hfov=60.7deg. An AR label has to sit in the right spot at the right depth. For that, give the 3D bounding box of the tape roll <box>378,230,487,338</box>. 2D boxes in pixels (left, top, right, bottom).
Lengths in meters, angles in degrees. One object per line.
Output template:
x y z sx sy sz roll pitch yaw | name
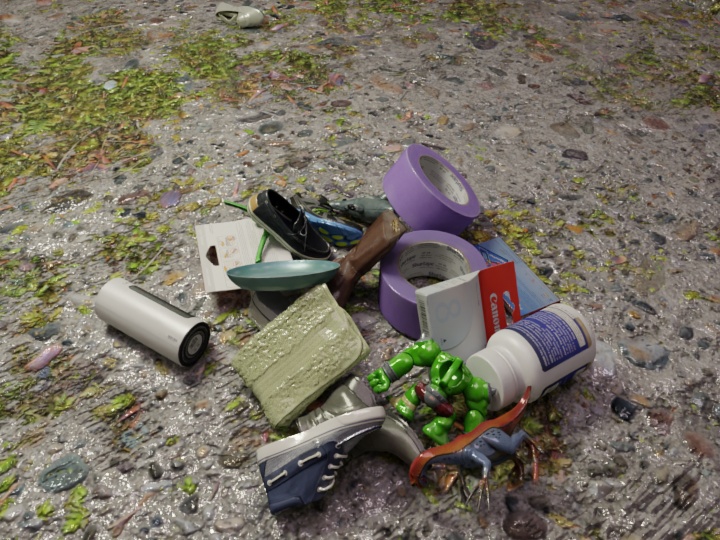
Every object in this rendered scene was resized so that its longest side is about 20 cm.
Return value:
0.130 0.024 1.125 0.193 0.087 0.203 1 43 -1 | tape roll

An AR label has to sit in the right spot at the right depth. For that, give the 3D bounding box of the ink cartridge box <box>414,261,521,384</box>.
0.193 0.089 1.017 0.195 0.165 0.047 -15 13 -18 | ink cartridge box

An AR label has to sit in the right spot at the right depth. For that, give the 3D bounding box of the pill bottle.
0.270 0.142 0.987 0.196 0.122 0.120 -20 47 -27 | pill bottle

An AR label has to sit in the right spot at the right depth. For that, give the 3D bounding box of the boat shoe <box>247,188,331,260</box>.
-0.127 -0.086 1.187 0.199 0.062 0.076 38 37 -26 | boat shoe

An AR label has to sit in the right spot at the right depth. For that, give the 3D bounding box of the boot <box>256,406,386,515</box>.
-0.045 0.263 0.853 0.195 0.073 0.092 -23 68 8 | boot

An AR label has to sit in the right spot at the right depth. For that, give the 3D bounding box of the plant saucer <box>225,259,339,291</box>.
-0.131 0.008 1.054 0.193 0.028 0.200 -3 9 0 | plant saucer

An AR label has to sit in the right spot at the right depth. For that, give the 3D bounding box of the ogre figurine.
0.119 0.186 0.926 0.198 0.098 0.121 36 88 32 | ogre figurine

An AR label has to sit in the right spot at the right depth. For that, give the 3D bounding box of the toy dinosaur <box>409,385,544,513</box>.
0.154 0.255 0.865 0.176 0.106 0.204 15 49 -11 | toy dinosaur

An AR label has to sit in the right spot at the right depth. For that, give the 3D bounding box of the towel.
-0.096 0.131 0.967 0.199 0.037 0.149 -39 75 -5 | towel

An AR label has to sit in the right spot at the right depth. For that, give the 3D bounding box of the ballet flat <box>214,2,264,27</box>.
-0.406 -0.841 2.044 0.196 0.071 0.069 23 46 26 | ballet flat

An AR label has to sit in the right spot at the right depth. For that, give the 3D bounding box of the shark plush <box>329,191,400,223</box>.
0.005 -0.140 1.288 0.196 0.093 0.083 24 17 28 | shark plush

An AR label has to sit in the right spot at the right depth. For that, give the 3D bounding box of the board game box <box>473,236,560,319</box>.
0.289 0.013 1.204 0.100 0.020 0.201 -16 46 -21 | board game box

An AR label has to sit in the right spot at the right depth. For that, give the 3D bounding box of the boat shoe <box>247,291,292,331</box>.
-0.115 0.117 1.036 0.199 0.070 0.071 41 34 8 | boat shoe

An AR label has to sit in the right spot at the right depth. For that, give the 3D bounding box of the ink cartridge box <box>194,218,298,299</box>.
-0.223 -0.023 1.193 0.171 0.046 0.202 -9 44 -15 | ink cartridge box

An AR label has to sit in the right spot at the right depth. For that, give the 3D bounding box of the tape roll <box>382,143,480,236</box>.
0.146 -0.156 1.258 0.197 0.085 0.203 29 33 -21 | tape roll

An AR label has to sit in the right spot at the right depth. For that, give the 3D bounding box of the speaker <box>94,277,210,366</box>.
-0.356 0.086 1.047 0.196 0.083 0.081 23 46 21 | speaker

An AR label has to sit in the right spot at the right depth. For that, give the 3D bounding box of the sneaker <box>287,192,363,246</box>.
-0.076 -0.114 1.273 0.196 0.072 0.084 24 63 24 | sneaker

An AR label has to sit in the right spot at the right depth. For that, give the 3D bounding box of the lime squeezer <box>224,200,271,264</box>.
-0.208 -0.091 1.219 0.070 0.038 0.201 -36 51 2 | lime squeezer

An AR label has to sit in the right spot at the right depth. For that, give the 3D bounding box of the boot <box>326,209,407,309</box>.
0.000 0.000 1.077 0.064 0.199 0.189 35 34 -26 | boot

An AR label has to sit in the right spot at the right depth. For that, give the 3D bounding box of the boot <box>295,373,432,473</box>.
0.001 0.260 0.910 0.130 0.069 0.199 -39 56 -21 | boot
